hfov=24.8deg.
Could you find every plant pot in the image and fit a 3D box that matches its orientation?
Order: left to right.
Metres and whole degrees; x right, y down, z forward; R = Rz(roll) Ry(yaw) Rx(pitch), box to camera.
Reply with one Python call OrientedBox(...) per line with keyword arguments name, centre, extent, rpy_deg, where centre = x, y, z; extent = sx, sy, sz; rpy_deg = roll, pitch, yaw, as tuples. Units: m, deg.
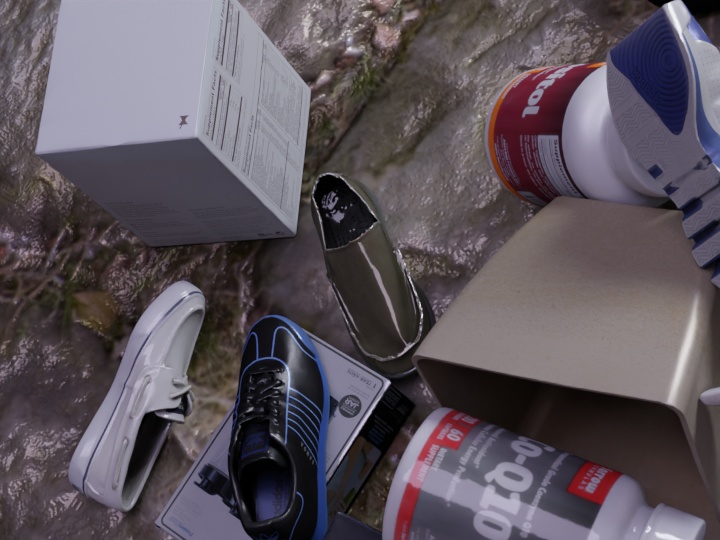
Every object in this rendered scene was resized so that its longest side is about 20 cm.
OrientedBox(name="plant pot", centre=(0.186, 0.061, 1.181), extent=(0.199, 0.200, 0.178), rpy_deg=(10, 58, 32))

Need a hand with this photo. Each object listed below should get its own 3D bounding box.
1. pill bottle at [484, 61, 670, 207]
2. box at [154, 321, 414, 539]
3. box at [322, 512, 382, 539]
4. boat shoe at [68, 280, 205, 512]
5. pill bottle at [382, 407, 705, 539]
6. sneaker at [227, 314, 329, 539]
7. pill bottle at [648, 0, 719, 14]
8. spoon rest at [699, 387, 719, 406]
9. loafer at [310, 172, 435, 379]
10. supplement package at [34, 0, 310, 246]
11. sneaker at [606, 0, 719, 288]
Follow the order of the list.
OrientedBox(name="pill bottle", centre=(0.184, -0.102, 1.242), extent=(0.113, 0.113, 0.200), rpy_deg=(-59, 21, -8))
OrientedBox(name="box", centre=(-0.061, 0.156, 1.321), extent=(0.116, 0.060, 0.200), rpy_deg=(28, 81, 30))
OrientedBox(name="box", centre=(0.001, 0.300, 1.204), extent=(0.122, 0.106, 0.201), rpy_deg=(22, 78, 29))
OrientedBox(name="boat shoe", centre=(-0.175, 0.108, 1.386), extent=(0.066, 0.072, 0.201), rpy_deg=(25, 80, 25))
OrientedBox(name="pill bottle", centre=(0.125, 0.178, 1.115), extent=(0.199, 0.114, 0.114), rpy_deg=(19, 76, 20))
OrientedBox(name="sneaker", centre=(-0.066, 0.119, 1.257), extent=(0.070, 0.078, 0.201), rpy_deg=(-16, 63, 16))
OrientedBox(name="pill bottle", centre=(0.276, -0.324, 1.352), extent=(0.111, 0.112, 0.201), rpy_deg=(-10, 64, 19))
OrientedBox(name="spoon rest", centre=(0.277, 0.164, 1.069), extent=(0.099, 0.061, 0.201), rpy_deg=(-15, 95, 31))
OrientedBox(name="loafer", centre=(0.000, 0.000, 1.356), extent=(0.075, 0.070, 0.201), rpy_deg=(-31, 59, 8))
OrientedBox(name="supplement package", centre=(-0.154, -0.130, 1.403), extent=(0.151, 0.200, 0.151), rpy_deg=(-4, 67, 21))
OrientedBox(name="sneaker", centre=(0.254, -0.085, 1.121), extent=(0.080, 0.115, 0.200), rpy_deg=(-34, 78, 46))
